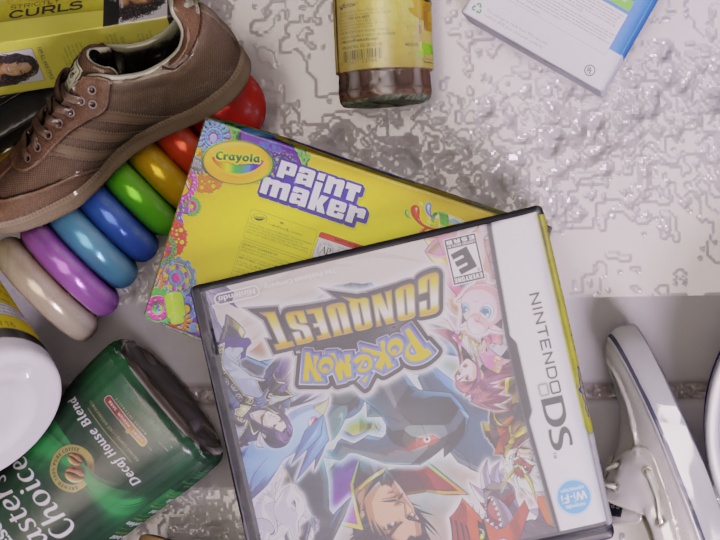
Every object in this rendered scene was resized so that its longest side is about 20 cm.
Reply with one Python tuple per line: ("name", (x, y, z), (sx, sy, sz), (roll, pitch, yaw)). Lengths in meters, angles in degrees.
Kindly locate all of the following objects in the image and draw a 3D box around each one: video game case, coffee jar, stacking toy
("video game case", (0.022, 0.075, 1.075), (0.198, 0.025, 0.183), (-13, 90, 8))
("coffee jar", (-0.191, 0.145, 1.268), (0.200, 0.085, 0.104), (-43, 84, 7))
("stacking toy", (-0.139, -0.052, 1.270), (0.085, 0.085, 0.200), (44, 88, 5))

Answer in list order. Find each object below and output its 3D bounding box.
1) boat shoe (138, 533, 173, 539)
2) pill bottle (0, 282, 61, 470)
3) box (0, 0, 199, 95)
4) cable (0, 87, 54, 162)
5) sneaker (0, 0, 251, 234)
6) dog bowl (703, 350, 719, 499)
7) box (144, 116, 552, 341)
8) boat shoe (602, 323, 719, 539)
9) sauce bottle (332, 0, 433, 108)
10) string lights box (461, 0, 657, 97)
("boat shoe", (-0.059, 0.217, 1.225), (0.198, 0.072, 0.066), (12, 77, 25))
("pill bottle", (-0.277, 0.029, 1.238), (0.111, 0.111, 0.200), (-44, 56, 6))
("box", (-0.202, -0.158, 1.266), (0.198, 0.050, 0.076), (-8, 52, 7))
("cable", (-0.197, -0.117, 1.301), (0.199, 0.050, 0.098), (-27, 70, -5))
("sneaker", (-0.167, -0.102, 1.222), (0.199, 0.071, 0.076), (-32, 126, 8))
("dog bowl", (0.308, 0.094, 1.201), (0.198, 0.079, 0.202), (0, 90, 8))
("box", (0.000, 0.000, 1.186), (0.198, 0.193, 0.123), (18, 93, 7))
("boat shoe", (0.179, 0.134, 1.215), (0.069, 0.071, 0.202), (-21, 81, 6))
("sauce bottle", (0.012, -0.205, 1.248), (0.064, 0.065, 0.202), (-2, 92, 8))
("string lights box", (0.157, -0.221, 1.230), (0.102, 0.059, 0.201), (30, 94, 6))
